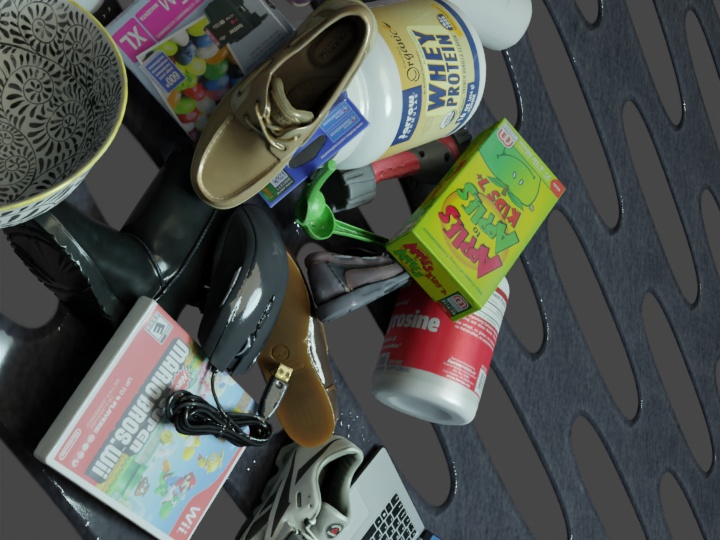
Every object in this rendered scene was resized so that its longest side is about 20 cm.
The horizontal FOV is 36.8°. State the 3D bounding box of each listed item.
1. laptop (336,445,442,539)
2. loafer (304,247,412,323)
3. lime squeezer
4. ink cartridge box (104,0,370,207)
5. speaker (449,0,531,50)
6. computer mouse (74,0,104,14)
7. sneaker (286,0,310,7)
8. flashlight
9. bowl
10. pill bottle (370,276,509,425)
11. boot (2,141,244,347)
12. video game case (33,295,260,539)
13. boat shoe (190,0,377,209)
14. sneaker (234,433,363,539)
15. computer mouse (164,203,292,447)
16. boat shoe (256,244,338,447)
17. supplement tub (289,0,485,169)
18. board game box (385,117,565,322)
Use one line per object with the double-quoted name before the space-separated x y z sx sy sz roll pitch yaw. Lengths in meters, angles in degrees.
"laptop" 0.047 0.317 1.084 0.187 0.116 0.200 -47 124 -37
"loafer" 0.000 0.000 1.027 0.063 0.072 0.200 63 18 1
"lime squeezer" -0.029 -0.051 0.981 0.200 0.070 0.038 51 56 -65
"ink cartridge box" -0.098 -0.154 0.873 0.200 0.119 0.042 48 13 -17
"speaker" 0.098 -0.296 1.149 0.200 0.081 0.081 7 86 -48
"computer mouse" -0.220 -0.296 0.823 0.110 0.044 0.201 -18 104 -47
"sneaker" -0.014 -0.331 1.019 0.081 0.088 0.200 53 55 -36
"flashlight" 0.037 -0.102 1.098 0.200 0.068 0.068 -24 105 -46
"bowl" -0.259 -0.095 0.724 0.201 0.200 0.094 -53 171 -33
"pill bottle" 0.090 0.050 1.126 0.112 0.112 0.200 36 65 -42
"boot" -0.175 -0.035 0.860 0.163 0.073 0.198 -57 137 -27
"video game case" -0.160 0.130 0.873 0.143 0.017 0.200 -59 144 -19
"boat shoe" -0.064 -0.127 0.827 0.071 0.065 0.200 37 103 -12
"sneaker" -0.057 0.239 0.984 0.074 0.088 0.200 35 66 -36
"computer mouse" -0.082 0.054 0.905 0.140 0.046 0.200 40 61 -54
"boat shoe" -0.068 0.061 0.992 0.070 0.070 0.200 -81 159 -74
"supplement tub" 0.008 -0.175 1.006 0.200 0.144 0.145 -25 110 -45
"board game box" 0.119 -0.054 1.077 0.102 0.048 0.200 48 52 -10
